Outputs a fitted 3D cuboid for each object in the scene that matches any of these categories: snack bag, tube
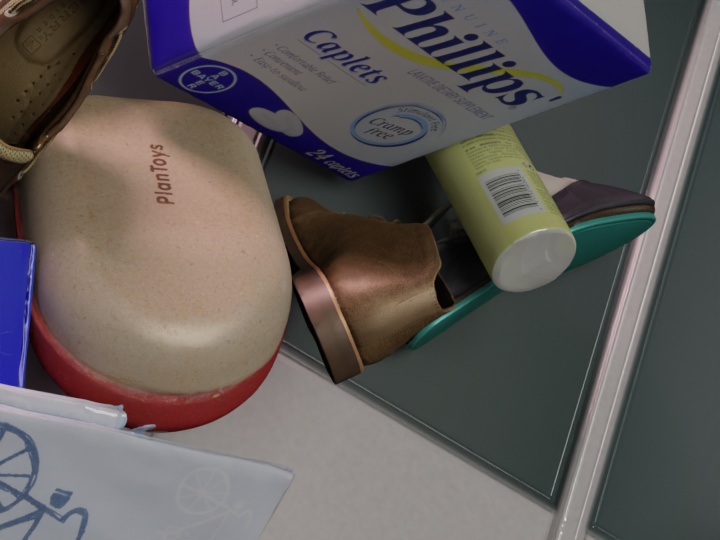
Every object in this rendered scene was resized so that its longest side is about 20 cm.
[{"bbox_3d":[-0.145,0.141,0.915,0.199,0.021,0.189,15,114,-29],"label":"snack bag"},{"bbox_3d":[0.061,-0.076,1.123,0.058,0.052,0.201,51,10,-54],"label":"tube"}]

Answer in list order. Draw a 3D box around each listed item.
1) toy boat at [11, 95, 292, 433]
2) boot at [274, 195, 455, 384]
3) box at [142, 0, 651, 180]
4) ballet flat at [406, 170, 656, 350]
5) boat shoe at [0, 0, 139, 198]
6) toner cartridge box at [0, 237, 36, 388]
[{"bbox_3d":[-0.111,0.011,0.982,0.130,0.131,0.200,4,36,-16],"label":"toy boat"},{"bbox_3d":[0.000,0.000,1.016,0.075,0.200,0.074,-24,109,-3],"label":"boot"},{"bbox_3d":[0.019,-0.146,1.018,0.184,0.199,0.106,25,52,-52],"label":"box"},{"bbox_3d":[0.087,-0.021,1.153,0.199,0.073,0.073,-25,92,-29],"label":"ballet flat"},{"bbox_3d":[-0.179,-0.071,0.921,0.075,0.075,0.203,33,101,-25],"label":"boat shoe"},{"bbox_3d":[-0.242,0.024,0.853,0.199,0.043,0.096,7,85,-37],"label":"toner cartridge box"}]
